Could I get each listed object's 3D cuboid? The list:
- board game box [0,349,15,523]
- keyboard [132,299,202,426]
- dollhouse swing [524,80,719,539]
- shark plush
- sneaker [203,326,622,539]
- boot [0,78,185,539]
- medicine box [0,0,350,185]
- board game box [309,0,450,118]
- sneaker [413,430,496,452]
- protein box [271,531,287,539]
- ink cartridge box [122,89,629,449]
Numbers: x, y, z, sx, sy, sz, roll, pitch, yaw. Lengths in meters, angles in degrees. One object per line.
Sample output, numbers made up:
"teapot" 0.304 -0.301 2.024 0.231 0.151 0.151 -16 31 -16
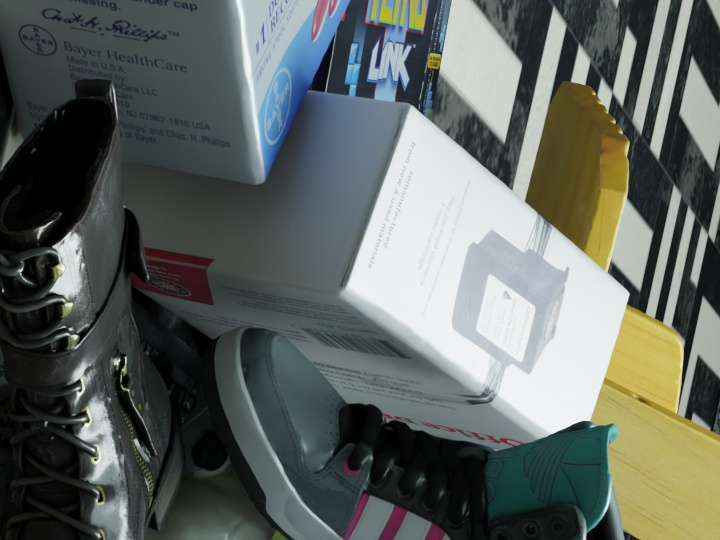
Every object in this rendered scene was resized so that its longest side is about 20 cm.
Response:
"board game box" -0.155 0.100 1.026 0.200 0.035 0.126 -25 125 -72
"keyboard" -0.104 0.081 1.228 0.200 0.021 0.127 47 56 -71
"dollhouse swing" 0.156 0.025 1.495 0.176 0.182 0.200 -62 -168 12
"shark plush" -0.076 0.078 1.159 0.200 0.083 0.091 -91 157 -57
"sneaker" 0.039 0.083 1.083 0.200 0.121 0.084 51 25 -21
"boot" -0.111 0.052 0.977 0.200 0.069 0.174 -79 168 -46
"medicine box" -0.062 -0.168 1.041 0.200 0.103 0.182 85 22 -48
"board game box" -0.007 -0.119 1.339 0.200 0.057 0.166 -8 110 -74
"sneaker" 0.060 0.119 1.314 0.077 0.200 0.085 -51 -161 1
"protein box" -0.050 0.201 1.228 0.199 0.135 0.200 -58 163 -58
"ink cartridge box" 0.000 0.000 1.165 0.200 0.145 0.084 37 69 -51
